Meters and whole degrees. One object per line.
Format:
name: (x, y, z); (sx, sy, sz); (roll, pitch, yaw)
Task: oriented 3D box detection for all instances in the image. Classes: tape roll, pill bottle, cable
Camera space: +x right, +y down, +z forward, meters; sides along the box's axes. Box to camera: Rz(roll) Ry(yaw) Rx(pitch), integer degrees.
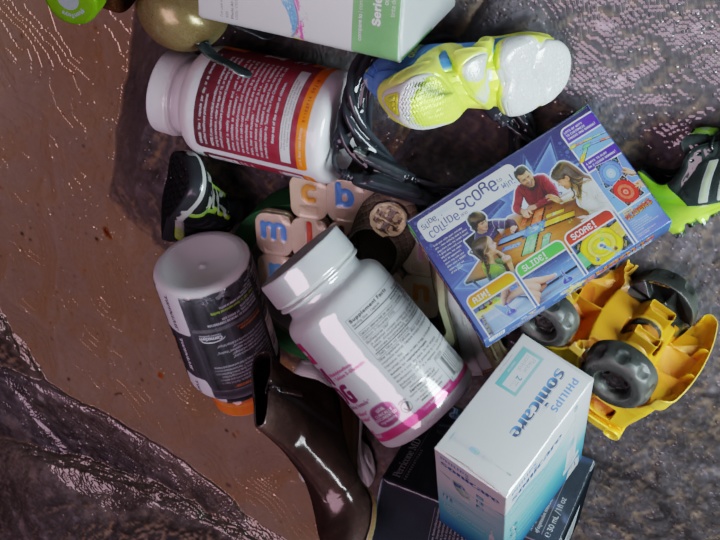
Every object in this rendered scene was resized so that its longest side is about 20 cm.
tape roll: (-0.046, 0.006, 1.479); (0.200, 0.048, 0.201); (14, 126, 19)
pill bottle: (-0.106, -0.160, 1.357); (0.199, 0.113, 0.113); (14, 126, 18)
pill bottle: (-0.146, 0.064, 1.459); (0.106, 0.106, 0.200); (8, 134, 23)
cable: (0.078, -0.139, 1.291); (0.199, 0.051, 0.164); (14, 98, -5)
pill bottle: (0.004, 0.062, 1.314); (0.200, 0.113, 0.113); (50, 129, -6)

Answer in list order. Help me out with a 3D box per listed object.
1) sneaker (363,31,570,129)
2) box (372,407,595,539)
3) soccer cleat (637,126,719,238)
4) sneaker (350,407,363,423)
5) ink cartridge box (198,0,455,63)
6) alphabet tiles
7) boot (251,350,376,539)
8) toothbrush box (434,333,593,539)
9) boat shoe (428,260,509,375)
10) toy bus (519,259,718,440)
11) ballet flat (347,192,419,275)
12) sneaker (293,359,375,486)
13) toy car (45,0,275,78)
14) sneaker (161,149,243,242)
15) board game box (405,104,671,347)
sneaker: (0.090, -0.183, 1.224); (0.105, 0.199, 0.076); (36, 129, 46)
box: (0.133, 0.252, 1.485); (0.199, 0.149, 0.107); (19, 127, 15)
soccer cleat: (0.333, -0.099, 1.205); (0.200, 0.067, 0.081); (-28, 93, 38)
sneaker: (0.019, 0.128, 1.464); (0.200, 0.087, 0.074); (144, 113, -66)
ink cartridge box: (-0.028, -0.269, 1.223); (0.199, 0.145, 0.088); (14, 126, 19)
alphabet tiles: (-0.012, -0.008, 1.410); (0.199, 0.015, 0.196); (8, 122, 17)
boot: (-0.058, 0.198, 1.423); (0.072, 0.201, 0.166); (-25, 139, 26)
toothbrush box: (0.147, 0.177, 1.321); (0.085, 0.147, 0.200); (33, 159, 20)
boat shoe: (0.106, 0.020, 1.346); (0.068, 0.075, 0.200); (-10, 130, 2)
toy bus: (0.217, 0.068, 1.346); (0.200, 0.136, 0.192); (37, 146, 4)
ballet flat: (0.000, 0.000, 1.372); (0.067, 0.046, 0.200); (32, 125, 0)
sneaker: (-0.038, 0.197, 1.568); (0.078, 0.099, 0.201); (-2, 120, 28)
toy car: (-0.165, -0.270, 1.293); (0.200, 0.164, 0.158); (40, 131, -14)
sneaker: (-0.163, -0.077, 1.437); (0.083, 0.072, 0.200); (2, 170, -12)
board game box: (0.160, -0.041, 1.241); (0.200, 0.034, 0.136); (-32, 74, -1)
